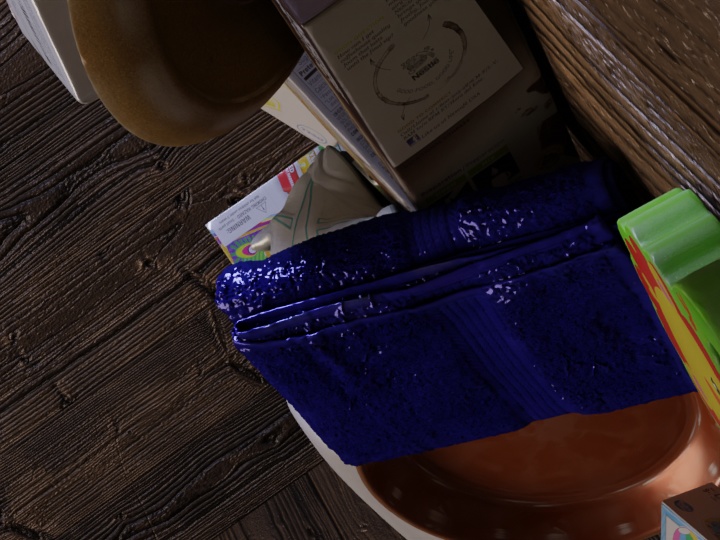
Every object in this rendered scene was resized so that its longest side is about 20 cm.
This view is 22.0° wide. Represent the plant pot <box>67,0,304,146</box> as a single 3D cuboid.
[{"bbox_3d":[-0.058,-0.151,0.815,0.027,0.200,0.200,13,160,26],"label":"plant pot"}]

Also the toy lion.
[{"bbox_3d":[0.142,0.049,0.626,0.192,0.069,0.200,63,-176,23],"label":"toy lion"}]

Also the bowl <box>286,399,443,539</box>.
[{"bbox_3d":[0.080,0.084,1.063,0.200,0.200,0.075,49,-170,-40],"label":"bowl"}]

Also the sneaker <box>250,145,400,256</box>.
[{"bbox_3d":[0.000,0.000,0.998,0.070,0.080,0.200,46,179,-27],"label":"sneaker"}]

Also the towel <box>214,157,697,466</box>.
[{"bbox_3d":[0.049,0.031,0.838,0.148,0.200,0.050,54,-148,-38],"label":"towel"}]

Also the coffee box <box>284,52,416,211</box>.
[{"bbox_3d":[0.008,-0.106,0.984,0.200,0.080,0.114,47,180,-2],"label":"coffee box"}]

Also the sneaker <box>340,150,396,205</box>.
[{"bbox_3d":[0.017,0.005,1.132,0.085,0.077,0.200,37,-126,-32],"label":"sneaker"}]

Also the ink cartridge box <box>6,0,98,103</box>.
[{"bbox_3d":[-0.166,-0.191,1.024,0.145,0.084,0.200,67,169,-24],"label":"ink cartridge box"}]

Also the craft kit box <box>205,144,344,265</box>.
[{"bbox_3d":[0.025,-0.008,1.304,0.198,0.200,0.049,54,180,15],"label":"craft kit box"}]

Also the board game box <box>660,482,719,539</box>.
[{"bbox_3d":[0.218,0.212,0.909,0.200,0.034,0.135,41,142,53],"label":"board game box"}]

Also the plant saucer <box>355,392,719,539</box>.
[{"bbox_3d":[0.096,0.084,0.962,0.200,0.200,0.032,54,-150,-43],"label":"plant saucer"}]

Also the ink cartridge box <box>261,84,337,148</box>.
[{"bbox_3d":[-0.069,-0.132,1.206,0.145,0.048,0.200,31,166,-4],"label":"ink cartridge box"}]

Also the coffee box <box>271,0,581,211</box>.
[{"bbox_3d":[0.016,-0.108,0.802,0.113,0.080,0.200,56,-178,33],"label":"coffee box"}]
